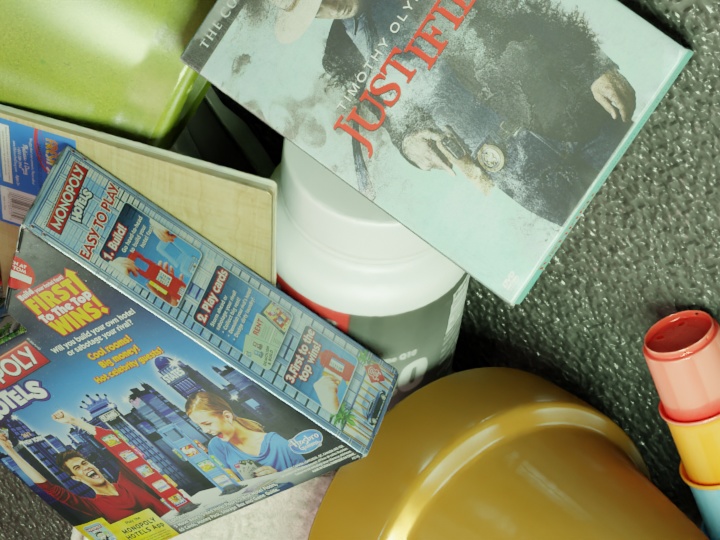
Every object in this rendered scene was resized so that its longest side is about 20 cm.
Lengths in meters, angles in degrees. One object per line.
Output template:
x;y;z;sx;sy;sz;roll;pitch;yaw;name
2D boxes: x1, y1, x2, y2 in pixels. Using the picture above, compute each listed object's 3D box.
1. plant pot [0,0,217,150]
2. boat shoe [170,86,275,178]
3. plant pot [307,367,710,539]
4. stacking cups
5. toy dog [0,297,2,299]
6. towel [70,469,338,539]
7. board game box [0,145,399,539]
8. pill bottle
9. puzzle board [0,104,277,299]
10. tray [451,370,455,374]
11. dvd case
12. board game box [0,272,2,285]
-0.155;-0.152;1.455;0.192;0.201;0.201;30;148;1;plant pot
-0.123;-0.095;1.586;0.202;0.060;0.072;52;147;-13;boat shoe
0.100;0.172;1.461;0.183;0.200;0.201;27;148;50;plant pot
0.195;0.112;1.474;0.060;0.061;0.201;9;133;43;stacking cups
-0.270;0.007;1.715;0.201;0.131;0.096;60;144;15;toy dog
-0.067;0.150;1.561;0.199;0.034;0.133;15;108;22;towel
-0.121;0.039;1.461;0.200;0.062;0.200;-25;119;40;board game box
0.000;0.000;1.507;0.114;0.114;0.200;33;147;18;pill bottle
-0.113;0.000;1.481;0.150;0.017;0.200;17;142;11;puzzle board
-0.014;0.068;1.614;0.200;0.099;0.037;33;136;18;tray
0.033;-0.099;1.350;0.200;0.146;0.022;37;-170;12;dvd case
-0.248;-0.086;1.744;0.200;0.056;0.196;52;147;-13;board game box
